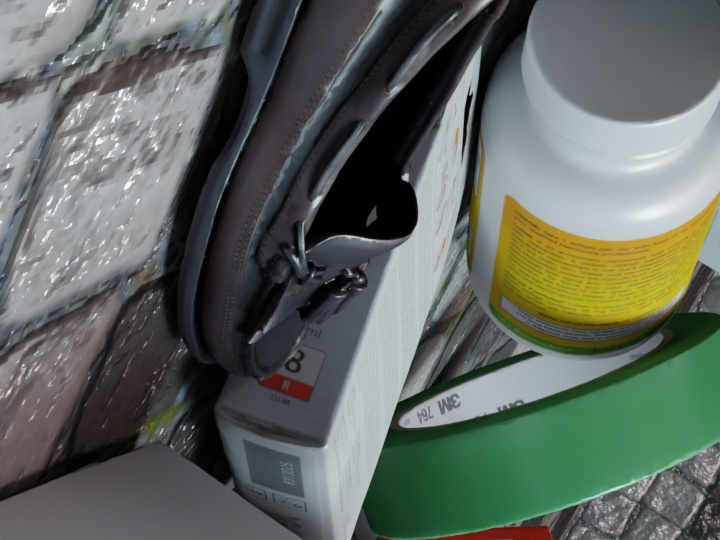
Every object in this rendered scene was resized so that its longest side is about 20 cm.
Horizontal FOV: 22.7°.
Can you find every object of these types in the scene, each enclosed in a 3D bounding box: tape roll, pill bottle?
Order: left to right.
[{"bbox_3d":[0.092,0.075,0.892,0.199,0.048,0.200,-18,-177,1],"label":"tape roll"},{"bbox_3d":[0.107,-0.048,0.797,0.111,0.111,0.200,-53,165,-22],"label":"pill bottle"}]

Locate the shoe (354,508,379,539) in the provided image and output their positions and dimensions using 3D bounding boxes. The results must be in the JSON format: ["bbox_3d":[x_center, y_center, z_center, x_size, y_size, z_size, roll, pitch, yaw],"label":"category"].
[{"bbox_3d":[0.039,0.147,1.091,0.200,0.071,0.091,-50,166,-15],"label":"shoe"}]

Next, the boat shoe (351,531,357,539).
[{"bbox_3d":[-0.050,0.174,0.825,0.200,0.074,0.067,-54,167,-66],"label":"boat shoe"}]

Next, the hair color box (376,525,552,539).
[{"bbox_3d":[0.021,0.206,0.963,0.101,0.062,0.200,2,148,-26],"label":"hair color box"}]

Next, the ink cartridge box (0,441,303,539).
[{"bbox_3d":[-0.046,0.174,0.538,0.147,0.199,0.146,-62,165,14],"label":"ink cartridge box"}]

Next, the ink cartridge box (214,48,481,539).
[{"bbox_3d":[0.000,0.000,0.709,0.162,0.050,0.201,88,17,-66],"label":"ink cartridge box"}]

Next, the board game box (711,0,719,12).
[{"bbox_3d":[0.168,-0.101,0.741,0.035,0.136,0.200,-33,147,0],"label":"board game box"}]

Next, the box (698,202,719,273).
[{"bbox_3d":[0.260,-0.085,1.143,0.097,0.176,0.200,-51,164,-29],"label":"box"}]

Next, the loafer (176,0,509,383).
[{"bbox_3d":[-0.006,-0.029,0.529,0.072,0.063,0.201,-46,162,-43],"label":"loafer"}]
